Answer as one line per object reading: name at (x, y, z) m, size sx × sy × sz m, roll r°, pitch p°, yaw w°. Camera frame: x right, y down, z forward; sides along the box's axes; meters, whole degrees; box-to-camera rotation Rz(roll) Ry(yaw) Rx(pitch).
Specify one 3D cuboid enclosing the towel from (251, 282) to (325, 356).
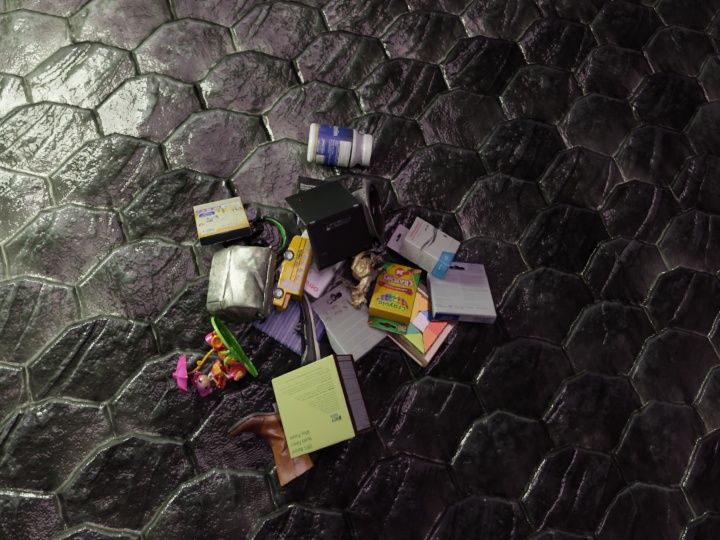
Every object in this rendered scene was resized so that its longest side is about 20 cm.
towel at (-0.195, 0.143, 1.637) m, size 0.196 × 0.024 × 0.147 m, roll 30°, pitch 74°, yaw 2°

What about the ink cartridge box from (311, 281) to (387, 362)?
ink cartridge box at (-0.035, 0.151, 1.621) m, size 0.161 × 0.057 × 0.201 m, roll -31°, pitch 75°, yaw -39°

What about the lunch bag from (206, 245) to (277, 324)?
lunch bag at (-0.311, 0.039, 1.552) m, size 0.163 × 0.139 × 0.207 m, roll -8°, pitch 63°, yaw 26°

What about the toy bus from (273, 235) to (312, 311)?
toy bus at (-0.185, 0.012, 1.566) m, size 0.076 × 0.065 × 0.206 m, roll 15°, pitch 71°, yaw -5°

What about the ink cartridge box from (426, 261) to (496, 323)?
ink cartridge box at (0.297, 0.061, 1.717) m, size 0.192 × 0.041 × 0.205 m, roll 5°, pitch 50°, yaw -10°

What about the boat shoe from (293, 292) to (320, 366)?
boat shoe at (-0.156, 0.166, 1.586) m, size 0.060 × 0.073 × 0.207 m, roll -11°, pitch 83°, yaw -8°

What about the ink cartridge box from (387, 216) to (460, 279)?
ink cartridge box at (0.191, -0.078, 1.722) m, size 0.196 × 0.067 × 0.117 m, roll 31°, pitch 50°, yaw 4°

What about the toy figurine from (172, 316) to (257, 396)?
toy figurine at (-0.403, 0.263, 1.528) m, size 0.182 × 0.150 × 0.202 m, roll -38°, pitch 106°, yaw -5°

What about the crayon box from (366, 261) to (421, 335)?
crayon box at (0.098, 0.077, 1.649) m, size 0.123 × 0.052 × 0.204 m, roll 12°, pitch 54°, yaw 6°

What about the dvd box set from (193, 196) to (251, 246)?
dvd box set at (-0.395, -0.143, 1.620) m, size 0.142 × 0.030 × 0.201 m, roll -15°, pitch 35°, yaw -14°

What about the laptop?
laptop at (-0.089, -0.133, 1.602) m, size 0.183 × 0.115 × 0.207 m, roll -23°, pitch 105°, yaw -26°

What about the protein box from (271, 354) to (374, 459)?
protein box at (-0.097, 0.350, 1.484) m, size 0.194 × 0.134 × 0.206 m, roll -23°, pitch 75°, yaw 19°

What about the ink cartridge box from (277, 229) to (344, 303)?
ink cartridge box at (-0.130, -0.027, 1.664) m, size 0.144 × 0.086 × 0.203 m, roll 34°, pitch 72°, yaw 3°

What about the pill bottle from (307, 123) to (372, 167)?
pill bottle at (-0.064, -0.384, 1.771) m, size 0.192 × 0.116 × 0.120 m, roll 6°, pitch 71°, yaw -8°

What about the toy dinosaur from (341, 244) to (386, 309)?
toy dinosaur at (0.000, 0.000, 1.656) m, size 0.134 × 0.203 × 0.086 m, roll -34°, pitch 122°, yaw 16°

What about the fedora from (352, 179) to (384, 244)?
fedora at (0.012, -0.169, 1.707) m, size 0.087 × 0.178 × 0.206 m, roll -12°, pitch 57°, yaw 16°

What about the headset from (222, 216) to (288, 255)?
headset at (-0.303, -0.095, 1.652) m, size 0.194 × 0.094 × 0.127 m, roll -13°, pitch 75°, yaw -24°

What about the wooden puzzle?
wooden puzzle at (0.177, 0.151, 1.687) m, size 0.184 × 0.037 × 0.201 m, roll 39°, pitch 71°, yaw 4°

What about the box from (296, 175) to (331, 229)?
box at (-0.118, -0.194, 1.678) m, size 0.138 × 0.037 × 0.204 m, roll 8°, pitch 45°, yaw -17°

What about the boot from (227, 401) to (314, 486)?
boot at (-0.239, 0.470, 1.518) m, size 0.183 × 0.068 × 0.206 m, roll -19°, pitch 84°, yaw -23°
